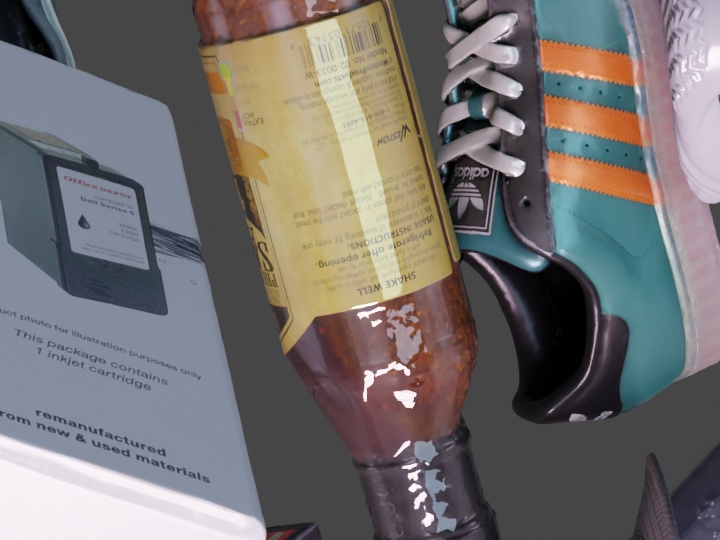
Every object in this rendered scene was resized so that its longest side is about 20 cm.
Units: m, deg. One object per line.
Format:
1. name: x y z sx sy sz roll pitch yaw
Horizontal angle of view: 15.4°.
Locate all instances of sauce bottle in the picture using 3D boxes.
1. sauce bottle: 0.000 0.000 0.837 0.066 0.066 0.201 -18 100 -26

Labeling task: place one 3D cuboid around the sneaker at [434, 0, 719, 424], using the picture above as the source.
1. sneaker: 0.057 -0.044 0.861 0.080 0.071 0.201 -27 104 -27

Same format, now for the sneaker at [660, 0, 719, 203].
1. sneaker: 0.164 -0.054 0.849 0.200 0.113 0.076 47 37 -61

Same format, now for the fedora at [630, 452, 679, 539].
1. fedora: 0.065 0.164 0.845 0.090 0.177 0.201 -9 104 2

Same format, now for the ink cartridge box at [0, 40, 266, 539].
1. ink cartridge box: -0.102 0.049 0.686 0.084 0.200 0.146 20 115 -22

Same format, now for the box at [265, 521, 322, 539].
1. box: -0.059 0.164 0.778 0.200 0.035 0.111 -33 108 -53

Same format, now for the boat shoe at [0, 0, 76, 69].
1. boat shoe: -0.121 -0.124 0.770 0.072 0.062 0.201 -14 99 -27
